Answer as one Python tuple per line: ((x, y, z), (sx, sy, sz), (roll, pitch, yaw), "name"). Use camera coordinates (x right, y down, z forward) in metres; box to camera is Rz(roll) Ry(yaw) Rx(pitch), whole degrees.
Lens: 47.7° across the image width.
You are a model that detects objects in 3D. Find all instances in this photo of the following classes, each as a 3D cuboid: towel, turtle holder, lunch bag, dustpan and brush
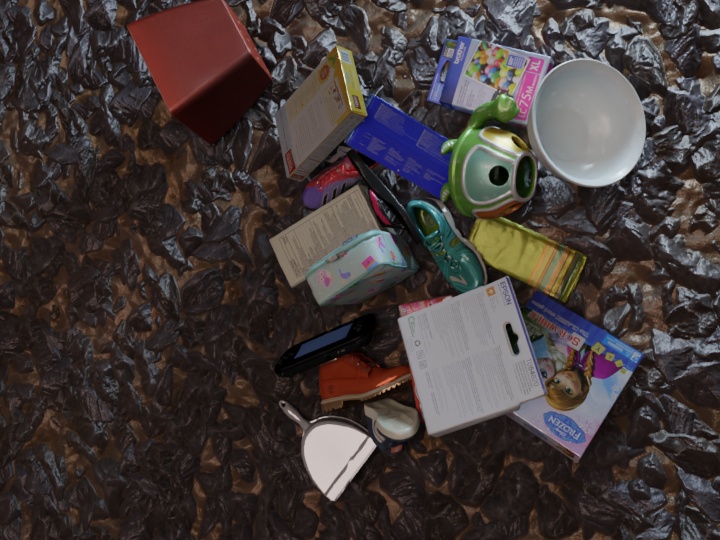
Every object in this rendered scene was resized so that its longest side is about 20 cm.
((0.275, -0.026, 1.373), (0.199, 0.018, 0.087), (27, 98, 21), "towel")
((0.222, -0.175, 1.328), (0.131, 0.141, 0.187), (13, 78, 45), "turtle holder")
((0.000, 0.000, 1.386), (0.160, 0.200, 0.078), (-29, 77, 20), "lunch bag")
((-0.080, 0.304, 1.496), (0.199, 0.057, 0.140), (38, 91, 12), "dustpan and brush")

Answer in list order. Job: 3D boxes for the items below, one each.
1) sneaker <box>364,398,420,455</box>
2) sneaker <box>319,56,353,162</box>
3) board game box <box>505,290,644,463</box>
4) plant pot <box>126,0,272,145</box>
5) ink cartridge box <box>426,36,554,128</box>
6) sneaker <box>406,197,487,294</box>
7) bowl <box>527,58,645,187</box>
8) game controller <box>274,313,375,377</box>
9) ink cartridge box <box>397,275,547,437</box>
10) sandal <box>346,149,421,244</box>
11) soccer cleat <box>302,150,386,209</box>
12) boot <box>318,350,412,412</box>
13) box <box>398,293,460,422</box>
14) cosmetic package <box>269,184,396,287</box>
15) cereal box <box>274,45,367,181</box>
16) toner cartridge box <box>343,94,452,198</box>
((0.058, 0.275, 1.374), (0.074, 0.200, 0.085), (-11, 94, -9), "sneaker")
((-0.059, -0.283, 1.480), (0.129, 0.079, 0.200), (-38, 64, 30), "sneaker")
((0.311, 0.164, 1.295), (0.199, 0.041, 0.200), (31, 72, 19), "board game box")
((-0.282, -0.386, 1.525), (0.175, 0.200, 0.201), (-29, 78, 5), "plant pot")
((0.216, -0.325, 1.394), (0.199, 0.042, 0.120), (20, 96, 23), "ink cartridge box")
((0.140, -0.039, 1.389), (0.077, 0.079, 0.201), (-42, 70, 24), "sneaker")
((0.341, -0.223, 1.292), (0.199, 0.090, 0.203), (1, 85, -16), "bowl")
((-0.063, 0.133, 1.462), (0.199, 0.105, 0.042), (-24, 113, 19), "game controller")
((0.174, 0.135, 1.273), (0.199, 0.041, 0.201), (-22, 66, 20), "ink cartridge box")
((0.031, -0.117, 1.386), (0.045, 0.075, 0.200), (-38, 82, -5), "sandal")
((-0.029, -0.175, 1.468), (0.199, 0.076, 0.067), (-27, 78, 18), "soccer cleat")
((0.006, 0.180, 1.443), (0.199, 0.075, 0.108), (-18, 76, 28), "boot")
((0.139, 0.146, 1.381), (0.099, 0.095, 0.202), (-12, 85, 20), "box")
((-0.050, -0.059, 1.468), (0.199, 0.087, 0.104), (-29, 80, 18), "cosmetic package")
((-0.073, -0.267, 1.407), (0.200, 0.039, 0.145), (-38, 54, 42), "cereal box")
((0.081, -0.208, 1.388), (0.199, 0.043, 0.096), (29, 96, -13), "toner cartridge box")
